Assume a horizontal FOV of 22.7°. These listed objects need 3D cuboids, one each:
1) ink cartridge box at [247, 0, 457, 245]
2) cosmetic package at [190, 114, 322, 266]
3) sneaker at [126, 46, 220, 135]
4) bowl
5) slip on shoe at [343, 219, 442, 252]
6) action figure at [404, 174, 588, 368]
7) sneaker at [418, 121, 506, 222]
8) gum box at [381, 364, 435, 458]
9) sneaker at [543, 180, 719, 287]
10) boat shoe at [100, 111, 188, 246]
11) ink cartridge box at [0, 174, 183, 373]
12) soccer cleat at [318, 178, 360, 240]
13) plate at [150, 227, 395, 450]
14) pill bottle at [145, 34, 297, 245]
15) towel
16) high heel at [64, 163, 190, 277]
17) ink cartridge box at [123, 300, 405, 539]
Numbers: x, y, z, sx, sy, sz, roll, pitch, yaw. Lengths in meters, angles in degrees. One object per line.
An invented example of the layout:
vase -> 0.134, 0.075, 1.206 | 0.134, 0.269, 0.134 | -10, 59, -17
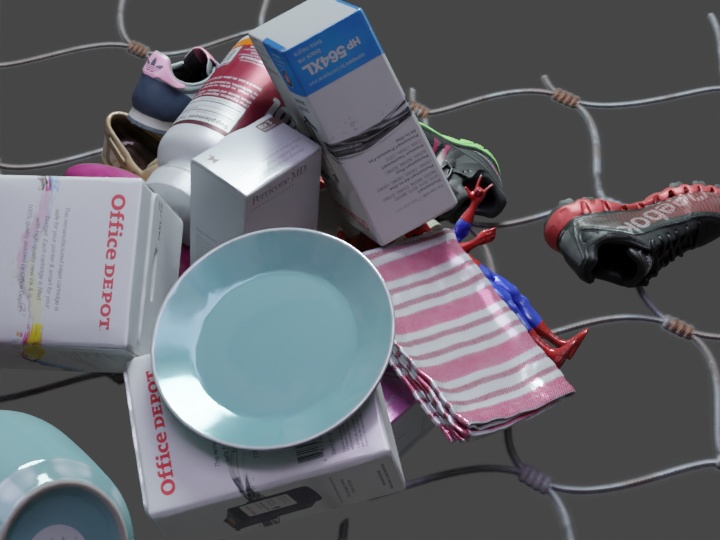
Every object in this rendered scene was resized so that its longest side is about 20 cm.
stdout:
ink cartridge box -> -0.008, -0.136, 1.596 | 0.084, 0.200, 0.146 | -30, 19, -8
cosmetic package -> -0.095, -0.027, 1.598 | 0.074, 0.200, 0.102 | 33, 50, 27
sneaker -> -0.149, -0.185, 1.818 | 0.070, 0.082, 0.200 | 28, 23, 29
bowl -> -0.245, 0.205, 1.315 | 0.105, 0.201, 0.201 | -1, 29, 48
slip on shoe -> 0.000, 0.000, 1.675 | 0.061, 0.074, 0.200 | 24, 40, 28
action figure -> 0.128, -0.008, 1.637 | 0.200, 0.099, 0.065 | 34, 20, 12
sneaker -> 0.065, -0.094, 1.739 | 0.200, 0.077, 0.084 | 6, 39, -33
gum box -> 0.031, 0.083, 1.586 | 0.113, 0.066, 0.200 | 31, 49, 25
sneaker -> 0.283, -0.030, 1.730 | 0.200, 0.071, 0.098 | -9, 43, -11
boat shoe -> -0.188, -0.087, 1.757 | 0.200, 0.065, 0.071 | 35, 50, 29
ink cartridge box -> -0.268, 0.005, 1.534 | 0.200, 0.146, 0.147 | 2, 78, 9
soccer cleat -> -0.064, -0.091, 1.774 | 0.200, 0.069, 0.078 | 26, 28, 18
plate -> -0.069, 0.057, 1.431 | 0.200, 0.026, 0.201 | -6, 59, 9
pill bottle -> -0.118, -0.120, 1.680 | 0.113, 0.113, 0.200 | 22, 58, 19
towel -> 0.080, 0.050, 1.536 | 0.146, 0.030, 0.200 | -18, 63, -41
high heel -> -0.223, -0.031, 1.694 | 0.200, 0.067, 0.096 | 37, 41, 14
ink cartridge box -> -0.079, 0.126, 1.458 | 0.200, 0.084, 0.145 | -15, 60, 3
